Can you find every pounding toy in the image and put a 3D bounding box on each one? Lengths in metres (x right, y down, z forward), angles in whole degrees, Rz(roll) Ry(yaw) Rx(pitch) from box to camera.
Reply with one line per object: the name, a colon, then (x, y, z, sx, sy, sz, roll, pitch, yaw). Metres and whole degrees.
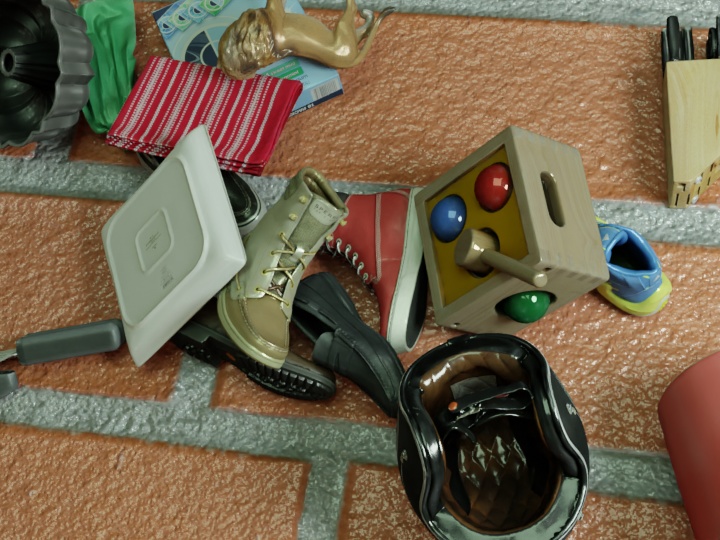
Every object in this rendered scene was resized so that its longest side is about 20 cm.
pounding toy: (0.147, -0.026, 1.288, 0.184, 0.142, 0.200, -35, 53, 42)

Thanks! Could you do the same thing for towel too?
towel: (-0.178, -0.182, 1.466, 0.200, 0.023, 0.145, 12, 56, 14)

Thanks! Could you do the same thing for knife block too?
knife block: (0.361, -0.191, 1.425, 0.200, 0.064, 0.176, -42, 65, -11)

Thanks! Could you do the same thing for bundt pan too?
bundt pan: (-0.390, -0.246, 1.521, 0.202, 0.076, 0.202, 5, 97, 38)

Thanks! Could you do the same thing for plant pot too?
plant pot: (0.379, 0.174, 1.190, 0.200, 0.201, 0.178, -21, 53, -2)

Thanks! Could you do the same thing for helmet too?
helmet: (0.126, 0.178, 1.216, 0.200, 0.191, 0.200, -13, 28, 7)

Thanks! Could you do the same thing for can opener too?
can opener: (-0.356, 0.097, 1.415, 0.199, 0.053, 0.067, -15, 98, 4)

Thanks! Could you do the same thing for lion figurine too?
lion figurine: (-0.062, -0.269, 1.475, 0.199, 0.073, 0.123, 6, 69, 0)

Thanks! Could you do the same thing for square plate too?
square plate: (-0.213, -0.030, 1.386, 0.200, 0.028, 0.198, -42, 50, 29)

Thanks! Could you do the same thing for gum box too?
gum box: (-0.138, -0.264, 1.548, 0.170, 0.045, 0.200, -25, 63, -4)

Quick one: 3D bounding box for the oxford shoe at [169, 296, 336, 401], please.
oxford shoe: (-0.106, 0.074, 1.368, 0.200, 0.073, 0.084, 25, 63, 16)

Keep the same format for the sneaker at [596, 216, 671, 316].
sneaker: (0.243, -0.036, 1.346, 0.200, 0.105, 0.076, 33, 73, 21)

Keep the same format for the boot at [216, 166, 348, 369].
boot: (-0.075, -0.008, 1.306, 0.155, 0.072, 0.200, -47, 31, 20)

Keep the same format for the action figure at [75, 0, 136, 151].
action figure: (-0.309, -0.233, 1.555, 0.118, 0.055, 0.200, -18, 70, -2)

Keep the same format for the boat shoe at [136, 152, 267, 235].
boat shoe: (-0.193, -0.111, 1.472, 0.200, 0.064, 0.071, 35, 74, 22)

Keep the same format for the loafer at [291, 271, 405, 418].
loafer: (-0.017, 0.082, 1.325, 0.070, 0.068, 0.201, -23, 52, -23)

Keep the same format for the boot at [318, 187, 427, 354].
boot: (0.000, 0.000, 1.390, 0.144, 0.072, 0.200, 0, 58, 11)
